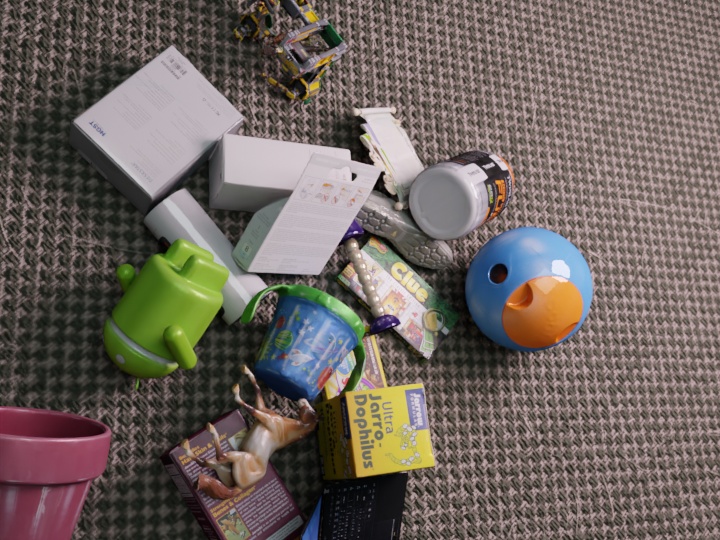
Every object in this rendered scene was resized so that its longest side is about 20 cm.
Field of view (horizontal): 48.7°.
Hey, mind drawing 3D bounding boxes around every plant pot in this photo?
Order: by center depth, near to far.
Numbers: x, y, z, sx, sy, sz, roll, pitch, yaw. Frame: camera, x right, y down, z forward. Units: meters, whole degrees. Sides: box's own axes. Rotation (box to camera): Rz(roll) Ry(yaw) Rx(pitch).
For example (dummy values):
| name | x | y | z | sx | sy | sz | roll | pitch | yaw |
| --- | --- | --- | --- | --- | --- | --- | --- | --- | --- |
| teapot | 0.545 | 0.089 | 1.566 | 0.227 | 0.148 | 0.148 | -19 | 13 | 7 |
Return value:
| name | x | y | z | sx | sy | sz | roll | pitch | yaw |
| --- | --- | --- | --- | --- | --- | --- | --- | --- | --- |
| plant pot | -0.410 | 0.265 | 0.939 | 0.200 | 0.200 | 0.179 | 9 | 87 | -21 |

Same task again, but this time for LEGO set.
| name | x | y | z | sx | sy | sz | roll | pitch | yaw |
| --- | --- | --- | --- | --- | --- | --- | --- | --- | --- |
| LEGO set | -0.128 | -0.358 | 1.254 | 0.116 | 0.154 | 0.200 | -39 | 100 | -44 |

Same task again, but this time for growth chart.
| name | x | y | z | sx | sy | sz | roll | pitch | yaw |
| --- | --- | --- | --- | --- | --- | --- | --- | --- | --- |
| growth chart | 0.055 | -0.191 | 1.315 | 0.145 | 0.018 | 0.200 | -10 | 71 | -51 |

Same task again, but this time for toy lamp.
| name | x | y | z | sx | sy | sz | roll | pitch | yaw |
| --- | --- | --- | --- | --- | --- | --- | --- | --- | --- |
| toy lamp | 0.000 | 0.000 | 1.233 | 0.058 | 0.058 | 0.200 | -17 | 80 | -26 |

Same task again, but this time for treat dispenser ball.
| name | x | y | z | sx | sy | sz | roll | pitch | yaw |
| --- | --- | --- | --- | --- | --- | --- | --- | --- | --- |
| treat dispenser ball | 0.269 | 0.030 | 1.281 | 0.201 | 0.201 | 0.201 | 7 | 72 | -21 |

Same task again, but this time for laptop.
| name | x | y | z | sx | sy | sz | roll | pitch | yaw |
| --- | --- | --- | --- | --- | --- | --- | --- | --- | --- |
| laptop | -0.013 | 0.384 | 1.066 | 0.200 | 0.103 | 0.178 | -2 | 110 | -25 |

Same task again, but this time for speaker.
| name | x | y | z | sx | sy | sz | roll | pitch | yaw |
| --- | --- | --- | --- | --- | --- | --- | --- | --- | --- |
| speaker | -0.222 | -0.020 | 1.154 | 0.081 | 0.081 | 0.200 | -40 | 93 | -27 |

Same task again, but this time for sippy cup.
| name | x | y | z | sx | sy | sz | roll | pitch | yaw |
| --- | --- | --- | --- | --- | --- | --- | --- | --- | --- |
| sippy cup | -0.081 | 0.110 | 1.121 | 0.178 | 0.140 | 0.130 | 24 | 64 | 11 |

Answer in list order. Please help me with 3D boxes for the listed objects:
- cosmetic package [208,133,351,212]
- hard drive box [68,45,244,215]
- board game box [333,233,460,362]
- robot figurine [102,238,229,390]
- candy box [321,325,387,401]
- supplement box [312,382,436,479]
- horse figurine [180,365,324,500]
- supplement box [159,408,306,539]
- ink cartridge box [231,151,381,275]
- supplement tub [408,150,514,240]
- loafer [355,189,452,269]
| name | x | y | z | sx | sy | sz | roll | pitch | yaw |
| --- | --- | --- | --- | --- | --- | --- | --- | --- | --- |
| cosmetic package | -0.124 | -0.140 | 1.217 | 0.200 | 0.108 | 0.085 | 6 | 72 | -23 |
| hard drive box | -0.300 | -0.209 | 1.178 | 0.156 | 0.077 | 0.200 | 45 | 62 | -5 |
| board game box | 0.062 | 0.044 | 1.289 | 0.200 | 0.023 | 0.105 | 42 | 61 | -7 |
| robot figurine | -0.265 | 0.059 | 1.069 | 0.200 | 0.175 | 0.116 | -54 | 144 | 6 |
| candy box | -0.007 | 0.191 | 1.213 | 0.102 | 0.026 | 0.200 | -10 | 79 | -21 |
| supplement box | 0.012 | 0.224 | 1.086 | 0.109 | 0.200 | 0.109 | -4 | 76 | -17 |
| horse figurine | -0.146 | 0.221 | 1.028 | 0.133 | 0.050 | 0.200 | 53 | 50 | -21 |
| supplement box | -0.169 | 0.303 | 1.076 | 0.110 | 0.086 | 0.200 | -31 | 88 | -28 |
| ink cartridge box | -0.076 | -0.085 | 1.148 | 0.047 | 0.200 | 0.160 | 43 | 23 | 30 |
| supplement tub | 0.173 | -0.129 | 1.301 | 0.123 | 0.122 | 0.200 | 58 | 35 | 2 |
| loafer | 0.071 | -0.071 | 1.300 | 0.200 | 0.070 | 0.070 | 34 | 38 | -23 |
